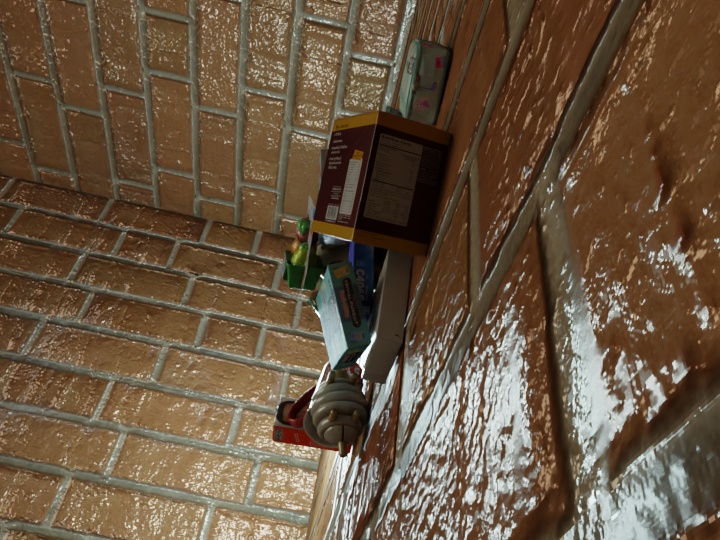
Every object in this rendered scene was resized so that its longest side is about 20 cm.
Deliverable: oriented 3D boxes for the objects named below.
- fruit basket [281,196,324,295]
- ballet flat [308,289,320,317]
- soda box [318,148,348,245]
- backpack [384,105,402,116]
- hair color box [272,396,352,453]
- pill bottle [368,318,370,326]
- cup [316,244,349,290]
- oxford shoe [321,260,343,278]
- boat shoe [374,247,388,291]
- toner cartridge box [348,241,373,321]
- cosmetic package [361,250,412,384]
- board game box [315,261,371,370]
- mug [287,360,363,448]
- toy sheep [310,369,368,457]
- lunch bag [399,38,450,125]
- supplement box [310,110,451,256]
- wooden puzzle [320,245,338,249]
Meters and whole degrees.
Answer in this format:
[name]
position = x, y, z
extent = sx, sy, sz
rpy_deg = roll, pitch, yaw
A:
[fruit basket]
position = -0.133, -0.063, 1.452
extent = 0.185, 0.093, 0.202
rpy_deg = -118, 31, -71
[ballet flat]
position = -0.068, 0.069, 1.371
extent = 0.072, 0.068, 0.200
rpy_deg = -36, -9, -5
[soda box]
position = -0.056, -0.159, 1.347
extent = 0.064, 0.068, 0.202
rpy_deg = 112, 158, -71
[backpack]
position = 0.059, -0.264, 1.397
extent = 0.176, 0.152, 0.201
rpy_deg = -77, 9, -60
[hair color box]
position = -0.115, 0.388, 1.575
extent = 0.102, 0.198, 0.062
rpy_deg = -83, 2, -55
[pill bottle]
position = -0.003, 0.117, 1.411
extent = 0.200, 0.108, 0.110
rpy_deg = 112, 170, -75
[cup]
position = -0.007, -0.019, 1.561
extent = 0.143, 0.200, 0.201
rpy_deg = -40, 29, 42
[oxford shoe]
position = -0.026, 0.023, 1.409
extent = 0.073, 0.071, 0.200
rpy_deg = 61, 164, -16
[boat shoe]
position = 0.060, -0.027, 1.342
extent = 0.072, 0.072, 0.201
rpy_deg = -44, -26, -34
[toner cartridge box]
position = 0.000, 0.000, 1.257
extent = 0.095, 0.043, 0.201
rpy_deg = 108, 166, -60
[cosmetic package]
position = 0.048, 0.082, 1.142
extent = 0.151, 0.051, 0.201
rpy_deg = 109, 173, -51
[board game box]
position = -0.035, 0.090, 1.164
extent = 0.200, 0.047, 0.152
rpy_deg = 118, 139, -68
[mug]
position = -0.076, 0.308, 1.533
extent = 0.200, 0.176, 0.134
rpy_deg = -74, -4, -61
[toy sheep]
position = -0.044, 0.298, 1.328
extent = 0.138, 0.137, 0.201
rpy_deg = 105, 169, -46
[lunch bag]
position = 0.124, -0.380, 1.269
extent = 0.200, 0.076, 0.161
rpy_deg = -85, 7, -66
[supplement box]
position = 0.027, -0.143, 1.044
extent = 0.197, 0.132, 0.202
rpy_deg = 20, 98, 65
[wooden puzzle]
position = 0.002, -0.138, 1.522
extent = 0.046, 0.184, 0.201
rpy_deg = 58, -142, -28
